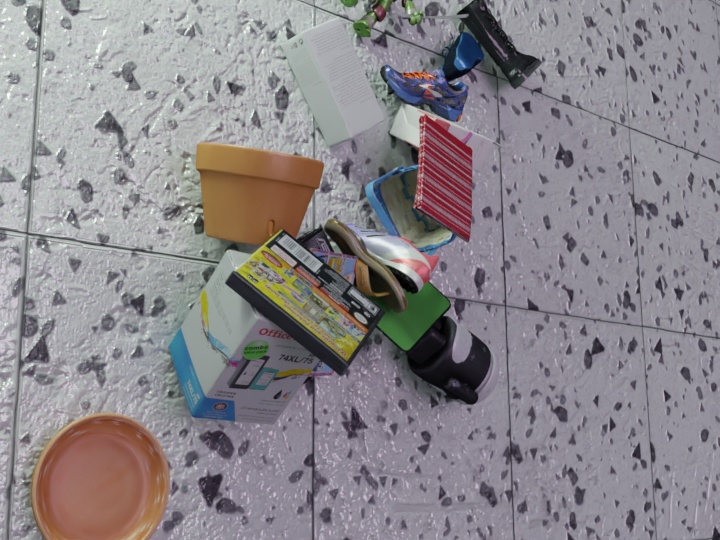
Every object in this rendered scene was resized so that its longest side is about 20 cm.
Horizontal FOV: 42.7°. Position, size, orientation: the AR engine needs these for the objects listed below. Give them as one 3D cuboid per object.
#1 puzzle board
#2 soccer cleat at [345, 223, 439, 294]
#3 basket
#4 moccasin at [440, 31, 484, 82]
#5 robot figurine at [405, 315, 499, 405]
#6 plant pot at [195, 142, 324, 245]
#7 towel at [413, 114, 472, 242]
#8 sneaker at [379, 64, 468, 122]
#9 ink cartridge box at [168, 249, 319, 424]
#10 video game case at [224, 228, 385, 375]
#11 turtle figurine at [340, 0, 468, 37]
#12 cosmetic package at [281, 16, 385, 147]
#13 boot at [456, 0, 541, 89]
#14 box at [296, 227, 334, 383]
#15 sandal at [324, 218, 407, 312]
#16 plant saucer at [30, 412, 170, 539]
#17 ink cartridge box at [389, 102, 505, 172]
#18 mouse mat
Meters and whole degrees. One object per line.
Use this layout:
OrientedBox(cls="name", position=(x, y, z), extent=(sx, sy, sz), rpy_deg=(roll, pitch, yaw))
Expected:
OrientedBox(cls="puzzle board", position=(-0.059, 0.070, 1.459), extent=(0.150, 0.017, 0.202), rpy_deg=(9, 94, -61))
OrientedBox(cls="soccer cleat", position=(0.047, -0.034, 1.583), extent=(0.073, 0.199, 0.068), rpy_deg=(-43, 143, -19))
OrientedBox(cls="basket", position=(0.096, -0.111, 1.672), extent=(0.200, 0.138, 0.177), rpy_deg=(-42, 108, -47))
OrientedBox(cls="moccasin", position=(0.196, -0.433, 1.866), extent=(0.081, 0.068, 0.200), rpy_deg=(52, 29, -4))
OrientedBox(cls="robot figurine", position=(0.165, 0.164, 1.688), extent=(0.200, 0.124, 0.151), rpy_deg=(37, 62, -29))
OrientedBox(cls="plant pot", position=(-0.164, -0.113, 1.427), extent=(0.199, 0.199, 0.141), rpy_deg=(7, 93, -39))
OrientedBox(cls="towel", position=(0.148, -0.164, 1.629), extent=(0.144, 0.022, 0.202), rpy_deg=(29, 54, -37))
OrientedBox(cls="sneaker", position=(0.124, -0.356, 1.765), extent=(0.199, 0.075, 0.079), rpy_deg=(15, 116, -32))
OrientedBox(cls="ink cartridge box", position=(-0.158, 0.100, 1.340), extent=(0.146, 0.201, 0.146), rpy_deg=(12, 34, -38))
OrientedBox(cls="video game case", position=(-0.072, 0.039, 1.290), extent=(0.200, 0.026, 0.181), rpy_deg=(39, 27, 1))
OrientedBox(cls="turtle figurine", position=(0.072, -0.526, 1.716), extent=(0.194, 0.144, 0.200), rpy_deg=(-41, 65, -19))
OrientedBox(cls="cosmetic package", position=(-0.047, -0.334, 1.639), extent=(0.101, 0.071, 0.201), rpy_deg=(-34, 103, -40))
OrientedBox(cls="boot", position=(0.298, -0.496, 1.978), extent=(0.200, 0.066, 0.165), rpy_deg=(48, 26, -4))
OrientedBox(cls="box", position=(-0.092, 0.059, 1.536), extent=(0.193, 0.047, 0.201), rpy_deg=(-35, 104, -39))
OrientedBox(cls="sandal", position=(0.000, 0.000, 1.554), extent=(0.054, 0.080, 0.200), rpy_deg=(-42, 91, -20))
OrientedBox(cls="plant saucer", position=(-0.358, 0.298, 1.265), extent=(0.199, 0.037, 0.202), rpy_deg=(11, 73, -39))
OrientedBox(cls="ink cartridge box", position=(0.170, -0.249, 1.771), extent=(0.199, 0.116, 0.068), rpy_deg=(14, 105, -37))
OrientedBox(cls="mouse mat", position=(0.065, 0.048, 1.617), extent=(0.161, 0.008, 0.200), rpy_deg=(43, 39, 6))
